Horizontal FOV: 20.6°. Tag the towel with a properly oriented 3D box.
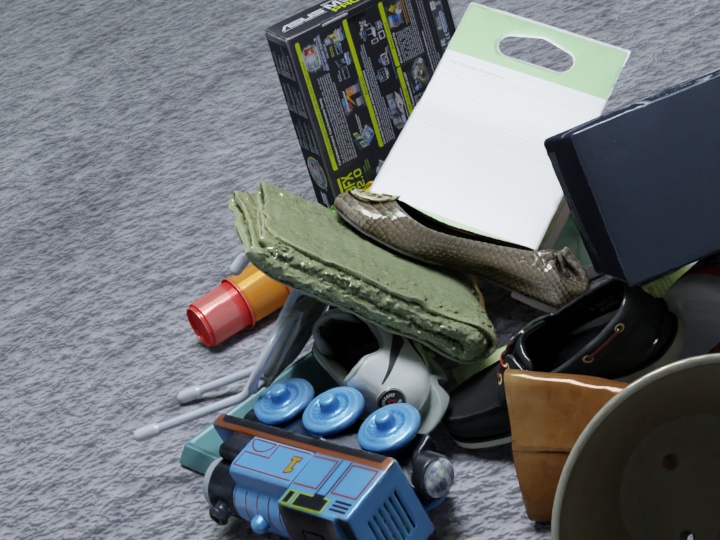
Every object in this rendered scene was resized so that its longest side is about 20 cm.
[{"bbox_3d":[0.000,0.000,1.432,0.199,0.037,0.148,22,17,-13],"label":"towel"}]

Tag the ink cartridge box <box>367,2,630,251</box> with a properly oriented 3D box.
[{"bbox_3d":[0.110,-0.102,1.551,0.145,0.048,0.201,20,64,19],"label":"ink cartridge box"}]

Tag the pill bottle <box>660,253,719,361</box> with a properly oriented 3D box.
[{"bbox_3d":[0.304,0.007,1.386,0.111,0.112,0.200,14,40,44],"label":"pill bottle"}]

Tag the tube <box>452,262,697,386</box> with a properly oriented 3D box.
[{"bbox_3d":[0.166,0.056,1.446,0.199,0.052,0.058,-24,-6,4],"label":"tube"}]

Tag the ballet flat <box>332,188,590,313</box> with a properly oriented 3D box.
[{"bbox_3d":[0.076,-0.023,1.455,0.199,0.047,0.067,23,17,10],"label":"ballet flat"}]

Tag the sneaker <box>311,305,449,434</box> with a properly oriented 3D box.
[{"bbox_3d":[0.001,0.045,1.461,0.074,0.088,0.200,-51,26,8],"label":"sneaker"}]

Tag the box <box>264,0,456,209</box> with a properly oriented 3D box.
[{"bbox_3d":[0.018,-0.149,1.735,0.160,0.201,0.044,-28,29,-19],"label":"box"}]

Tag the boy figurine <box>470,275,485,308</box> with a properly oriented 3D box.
[{"bbox_3d":[0.080,-0.014,1.592,0.124,0.064,0.200,-31,24,22],"label":"boy figurine"}]

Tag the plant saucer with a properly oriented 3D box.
[{"bbox_3d":[-0.048,0.096,1.526,0.200,0.019,0.070,-35,33,-31],"label":"plant saucer"}]

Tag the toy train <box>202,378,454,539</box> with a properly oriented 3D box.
[{"bbox_3d":[-0.028,0.142,1.364,0.199,0.087,0.114,10,46,45],"label":"toy train"}]

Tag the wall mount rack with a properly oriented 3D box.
[{"bbox_3d":[-0.088,0.057,1.499,0.074,0.174,0.200,30,15,6],"label":"wall mount rack"}]

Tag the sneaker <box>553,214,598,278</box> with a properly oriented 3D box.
[{"bbox_3d":[0.195,-0.070,1.579,0.200,0.119,0.074,-23,30,-7],"label":"sneaker"}]

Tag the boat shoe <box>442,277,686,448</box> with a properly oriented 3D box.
[{"bbox_3d":[0.127,0.062,1.365,0.201,0.063,0.074,-29,33,38],"label":"boat shoe"}]

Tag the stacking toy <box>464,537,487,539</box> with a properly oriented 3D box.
[{"bbox_3d":[-0.006,0.220,1.228,0.199,0.086,0.085,-12,27,24],"label":"stacking toy"}]

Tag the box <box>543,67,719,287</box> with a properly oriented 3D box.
[{"bbox_3d":[0.235,-0.077,1.287,0.199,0.105,0.182,-22,3,0],"label":"box"}]

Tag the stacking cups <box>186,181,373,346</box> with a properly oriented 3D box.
[{"bbox_3d":[-0.055,0.000,1.673,0.200,0.061,0.060,-34,31,-18],"label":"stacking cups"}]

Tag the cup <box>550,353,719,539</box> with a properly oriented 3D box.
[{"bbox_3d":[0.205,0.141,1.150,0.199,0.201,0.143,-16,2,2],"label":"cup"}]

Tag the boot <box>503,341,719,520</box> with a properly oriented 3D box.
[{"bbox_3d":[0.190,0.070,1.274,0.199,0.189,0.068,-1,15,26],"label":"boot"}]
